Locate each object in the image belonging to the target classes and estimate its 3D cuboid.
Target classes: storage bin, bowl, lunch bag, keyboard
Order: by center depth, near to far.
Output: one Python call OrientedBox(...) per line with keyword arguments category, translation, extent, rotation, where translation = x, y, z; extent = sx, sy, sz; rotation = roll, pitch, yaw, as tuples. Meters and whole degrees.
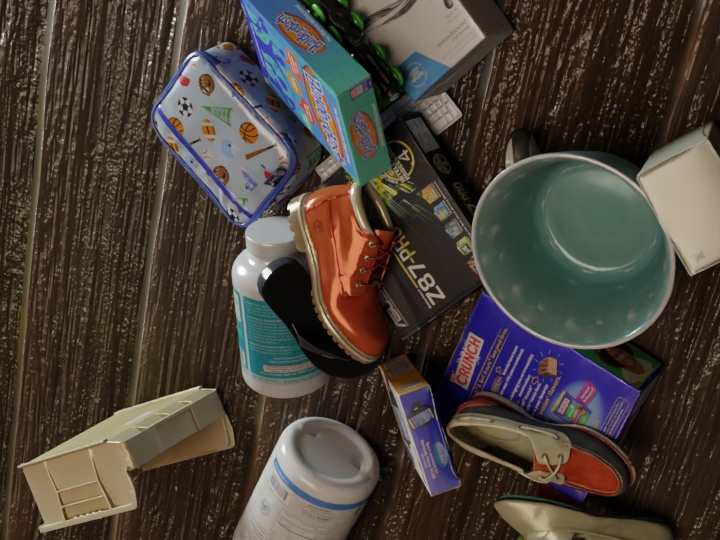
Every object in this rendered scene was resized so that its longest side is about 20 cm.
OrientedBox(category="bowl", translation=(0.219, -0.036, 1.389), extent=(0.201, 0.105, 0.201), rotation=(13, 120, 23))
OrientedBox(category="keyboard", translation=(0.029, -0.142, 1.602), extent=(0.200, 0.011, 0.056), rotation=(-36, 87, 37))
OrientedBox(category="lunch bag", translation=(-0.147, -0.152, 1.674), extent=(0.200, 0.076, 0.160), rotation=(51, 129, 8))
OrientedBox(category="storage bin", translation=(-0.294, 0.237, 1.840), extent=(0.198, 0.200, 0.094), rotation=(-19, 95, 36))

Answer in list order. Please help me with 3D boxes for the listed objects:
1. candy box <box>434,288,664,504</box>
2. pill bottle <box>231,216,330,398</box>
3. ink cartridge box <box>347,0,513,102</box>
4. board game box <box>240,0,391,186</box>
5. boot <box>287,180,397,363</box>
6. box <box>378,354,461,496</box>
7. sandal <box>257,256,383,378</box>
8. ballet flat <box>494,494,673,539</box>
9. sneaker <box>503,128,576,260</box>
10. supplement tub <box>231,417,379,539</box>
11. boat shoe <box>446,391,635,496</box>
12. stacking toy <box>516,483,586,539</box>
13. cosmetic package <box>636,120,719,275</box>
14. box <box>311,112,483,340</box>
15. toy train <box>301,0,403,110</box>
OrientedBox(category="candy box", translation=(0.199, 0.124, 1.555), extent=(0.200, 0.077, 0.169), rotation=(33, 124, 17))
OrientedBox(category="pill bottle", translation=(-0.091, 0.040, 1.671), extent=(0.111, 0.111, 0.200), rotation=(15, 125, 28))
OrientedBox(category="ink cartridge box", translation=(0.050, -0.290, 1.491), extent=(0.116, 0.067, 0.200), rotation=(-40, 82, 36))
OrientedBox(category="board game box", translation=(-0.049, -0.203, 1.521), extent=(0.200, 0.045, 0.152), rotation=(49, 165, 33))
OrientedBox(category="boot", translation=(0.000, 0.000, 1.559), extent=(0.107, 0.075, 0.200), rotation=(-19, 92, 33))
OrientedBox(category="box", translation=(0.065, 0.171, 1.596), extent=(0.041, 0.200, 0.119), rotation=(-18, 99, -2))
OrientedBox(category="sandal", translation=(-0.044, 0.065, 1.613), extent=(0.076, 0.200, 0.043), rotation=(-46, 38, 1))
OrientedBox(category="ballet flat", translation=(0.240, 0.287, 1.541), extent=(0.200, 0.069, 0.070), rotation=(10, 117, -5))
OrientedBox(category="sneaker", translation=(0.207, -0.058, 1.494), extent=(0.080, 0.074, 0.200), rotation=(-18, 103, 21))
OrientedBox(category="supplement tub", translation=(-0.069, 0.290, 1.757), extent=(0.132, 0.132, 0.200), rotation=(37, 125, 16))
OrientedBox(category="boat shoe", translation=(0.187, 0.189, 1.503), extent=(0.200, 0.063, 0.071), rotation=(24, 121, 22))
OrientedBox(category="stacking toy", translation=(0.206, 0.313, 1.625), extent=(0.085, 0.085, 0.200), rotation=(24, 115, 24))
OrientedBox(category="cosmetic package", translation=(0.314, -0.071, 1.321), extent=(0.073, 0.200, 0.104), rotation=(-28, 93, 17))
OrientedBox(category="box", translation=(0.055, -0.048, 1.579), extent=(0.161, 0.049, 0.200), rotation=(-37, 82, 37))
OrientedBox(category="toy train", translation=(-0.022, -0.253, 1.495), extent=(0.200, 0.042, 0.056), rotation=(55, 168, 9))
